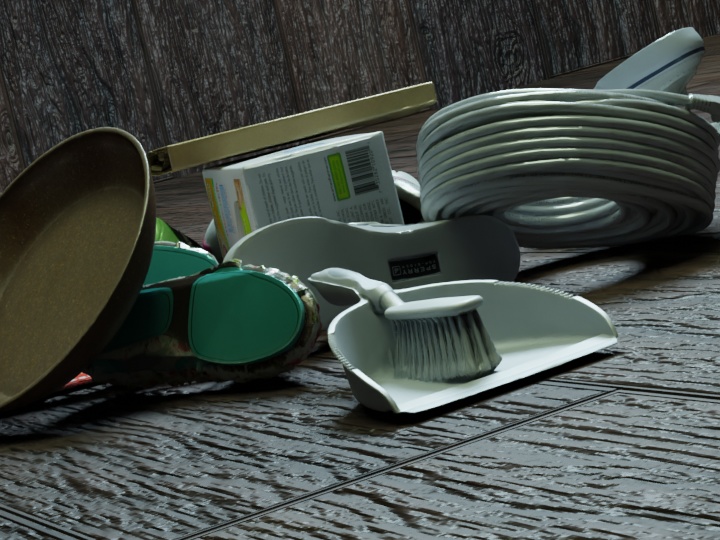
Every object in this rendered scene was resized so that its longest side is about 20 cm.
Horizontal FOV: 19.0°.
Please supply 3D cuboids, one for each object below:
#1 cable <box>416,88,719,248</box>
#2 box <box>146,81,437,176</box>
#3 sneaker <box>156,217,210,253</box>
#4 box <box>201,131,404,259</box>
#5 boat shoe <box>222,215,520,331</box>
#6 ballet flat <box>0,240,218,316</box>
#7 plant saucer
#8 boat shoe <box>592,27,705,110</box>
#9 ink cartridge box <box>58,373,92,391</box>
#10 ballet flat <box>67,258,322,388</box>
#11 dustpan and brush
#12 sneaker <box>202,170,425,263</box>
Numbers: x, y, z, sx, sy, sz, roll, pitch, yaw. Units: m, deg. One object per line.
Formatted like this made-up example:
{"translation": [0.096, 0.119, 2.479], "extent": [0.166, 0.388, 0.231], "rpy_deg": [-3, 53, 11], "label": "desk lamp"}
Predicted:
{"translation": [0.134, -0.061, 1.391], "extent": [0.198, 0.070, 0.200], "rpy_deg": [5, -14, -17], "label": "cable"}
{"translation": [-0.054, -0.103, 1.587], "extent": [0.198, 0.021, 0.163], "rpy_deg": [-14, 4, -10], "label": "box"}
{"translation": [-0.167, 0.013, 1.667], "extent": [0.083, 0.077, 0.200], "rpy_deg": [23, -14, -18], "label": "sneaker"}
{"translation": [-0.039, -0.031, 1.513], "extent": [0.100, 0.114, 0.200], "rpy_deg": [-15, 6, -11], "label": "box"}
{"translation": [0.000, 0.000, 1.354], "extent": [0.198, 0.072, 0.070], "rpy_deg": [-8, -4, -25], "label": "boat shoe"}
{"translation": [-0.173, 0.024, 1.394], "extent": [0.198, 0.073, 0.072], "rpy_deg": [-5, 8, 11], "label": "ballet flat"}
{"translation": [-0.187, 0.007, 1.309], "extent": [0.200, 0.037, 0.202], "rpy_deg": [-31, 39, 29], "label": "plant saucer"}
{"translation": [0.189, -0.084, 1.502], "extent": [0.074, 0.087, 0.202], "rpy_deg": [-20, -18, -40], "label": "boat shoe"}
{"translation": [-0.194, 0.046, 1.464], "extent": [0.159, 0.048, 0.200], "rpy_deg": [-15, 5, -12], "label": "ink cartridge box"}
{"translation": [-0.090, 0.036, 1.280], "extent": [0.199, 0.076, 0.064], "rpy_deg": [-2, -19, 38], "label": "ballet flat"}
{"translation": [0.025, 0.026, 1.134], "extent": [0.139, 0.058, 0.200], "rpy_deg": [-17, 7, -27], "label": "dustpan and brush"}
{"translation": [-0.026, -0.037, 1.679], "extent": [0.198, 0.082, 0.088], "rpy_deg": [-16, 6, -19], "label": "sneaker"}
